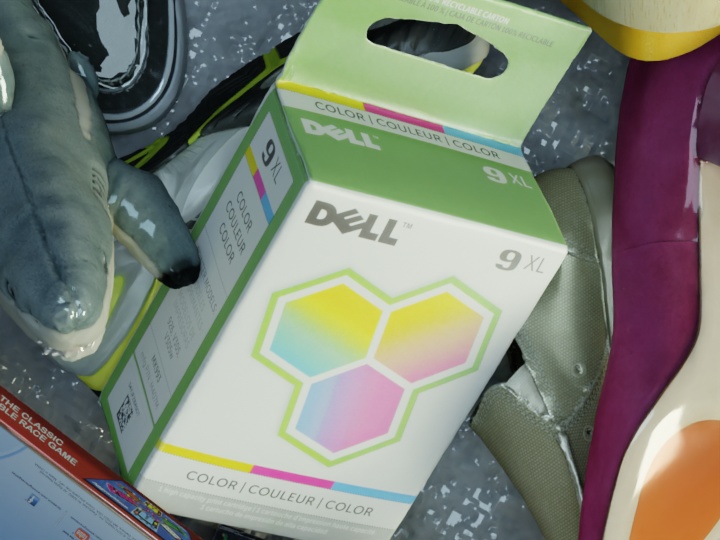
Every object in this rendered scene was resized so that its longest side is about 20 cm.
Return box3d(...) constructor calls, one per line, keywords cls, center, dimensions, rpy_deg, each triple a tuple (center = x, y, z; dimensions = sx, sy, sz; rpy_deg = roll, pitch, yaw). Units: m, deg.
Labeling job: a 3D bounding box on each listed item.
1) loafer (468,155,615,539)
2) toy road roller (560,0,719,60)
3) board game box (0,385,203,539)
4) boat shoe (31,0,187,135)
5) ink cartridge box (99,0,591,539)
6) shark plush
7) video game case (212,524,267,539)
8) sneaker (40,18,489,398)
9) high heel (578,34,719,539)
box3d(cls="loafer", center=(0.074, 0.061, 0.985), dimensions=(0.068, 0.076, 0.201), rpy_deg=(-7, 83, 0))
box3d(cls="toy road roller", center=(0.099, -0.184, 0.926), dimensions=(0.145, 0.123, 0.200), rpy_deg=(-26, 52, -19))
box3d(cls="board game box", center=(-0.137, 0.088, 0.938), dimensions=(0.200, 0.019, 0.103), rpy_deg=(38, 118, -3))
box3d(cls="boat shoe", center=(-0.113, -0.145, 0.971), dimensions=(0.073, 0.068, 0.201), rpy_deg=(-14, 92, -1))
box3d(cls="ink cartridge box", center=(0.000, 0.000, 0.925), dimensions=(0.103, 0.059, 0.201), rpy_deg=(14, 122, -28))
box3d(cls="shark plush", center=(-0.110, -0.063, 0.896), dimensions=(0.090, 0.083, 0.201), rpy_deg=(-9, 72, 4))
box3d(cls="video game case", center=(-0.012, 0.205, 0.934), dimensions=(0.181, 0.036, 0.201), rpy_deg=(13, 79, 39))
box3d(cls="sneaker", center=(-0.035, -0.028, 0.983), dimensions=(0.199, 0.075, 0.077), rpy_deg=(-33, 104, 8))
box3d(cls="high heel", center=(0.103, 0.016, 0.945), dimensions=(0.067, 0.096, 0.201), rpy_deg=(20, 94, -38))
